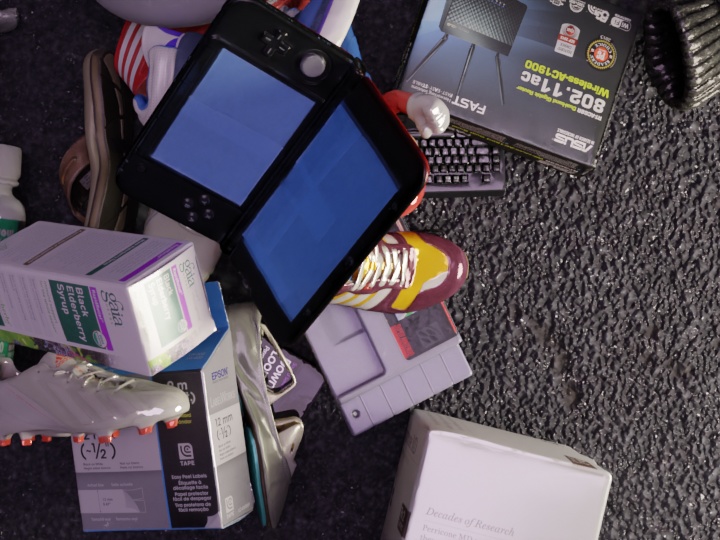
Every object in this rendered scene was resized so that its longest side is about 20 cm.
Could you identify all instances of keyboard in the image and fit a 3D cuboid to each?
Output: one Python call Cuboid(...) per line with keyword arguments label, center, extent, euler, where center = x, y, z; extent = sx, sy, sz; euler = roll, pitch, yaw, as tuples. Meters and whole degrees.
Cuboid(label="keyboard", center=(0.037, -0.081, 1.162), extent=(0.198, 0.021, 0.129), euler=(-2, 90, -3))

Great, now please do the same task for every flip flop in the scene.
Cuboid(label="flip flop", center=(-0.242, -0.098, 1.121), extent=(0.057, 0.081, 0.202), euler=(-2, 89, 14))

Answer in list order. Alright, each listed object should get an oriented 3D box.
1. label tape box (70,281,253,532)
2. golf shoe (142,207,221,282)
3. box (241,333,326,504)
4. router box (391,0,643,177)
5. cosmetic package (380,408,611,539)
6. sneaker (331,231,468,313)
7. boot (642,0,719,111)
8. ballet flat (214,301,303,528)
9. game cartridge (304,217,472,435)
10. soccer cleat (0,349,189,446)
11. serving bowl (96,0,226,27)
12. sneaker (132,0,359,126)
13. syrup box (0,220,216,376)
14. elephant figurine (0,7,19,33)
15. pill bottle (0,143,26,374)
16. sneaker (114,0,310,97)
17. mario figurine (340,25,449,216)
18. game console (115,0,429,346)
Cuboid(label="label tape box", center=(-0.178, 0.118, 1.069), extent=(0.142, 0.066, 0.202), euler=(-6, 95, 23))
Cuboid(label="golf shoe", center=(-0.139, -0.071, 1.102), extent=(0.078, 0.097, 0.202), euler=(23, 82, -7))
Cuboid(label="box", center=(-0.147, 0.106, 1.145), extent=(0.199, 0.036, 0.144), euler=(30, 89, -4))
Cuboid(label="router box", center=(0.140, -0.191, 1.138), extent=(0.198, 0.062, 0.151), euler=(19, 84, -4))
Cuboid(label="cosmetic package", center=(0.106, 0.244, 1.097), extent=(0.163, 0.165, 0.202), euler=(13, 89, -3))
Cuboid(label="sneaker", center=(0.000, 0.000, 1.068), extent=(0.198, 0.090, 0.076), euler=(-2, 87, -7))
Cuboid(label="boot", center=(0.321, -0.265, 1.132), extent=(0.157, 0.079, 0.213), euler=(-19, 92, -14))
Cuboid(label="ballet flat", center=(-0.082, 0.125, 1.100), extent=(0.063, 0.067, 0.202), euler=(-15, 91, -11))
Cuboid(label="game cartridge", center=(0.006, 0.031, 1.129), extent=(0.129, 0.038, 0.201), euler=(-26, 90, -3))
Cuboid(label="soccer cleat", center=(-0.230, 0.101, 1.022), extent=(0.198, 0.069, 0.078), euler=(-6, 88, 27))
Cuboid(label="serving bowl", center=(-0.147, -0.270, 1.087), extent=(0.198, 0.201, 0.066), euler=(-13, 132, -3))
Cuboid(label="sneaker", center=(-0.103, -0.177, 1.004), extent=(0.146, 0.081, 0.201), euler=(31, 111, -5))
Cuboid(label="syrup box", center=(-0.219, 0.019, 1.014), extent=(0.081, 0.199, 0.079), euler=(-36, 124, -42))
Cuboid(label="elephant figurine", center=(-0.392, -0.179, 1.045), extent=(0.140, 0.200, 0.157), euler=(14, 90, -3))
Cuboid(label="pill bottle", center=(-0.354, -0.012, 1.092), extent=(0.112, 0.113, 0.202), euler=(5, 91, -3))
Cuboid(label="sneaker", center=(-0.138, -0.227, 1.122), extent=(0.115, 0.079, 0.200), euler=(42, 65, 18))
Cuboid(label="mario figurine", center=(-0.006, -0.138, 1.064), extent=(0.106, 0.123, 0.201), euler=(-25, 85, -46))
Cuboid(label="game console", center=(-0.074, -0.073, 0.942), extent=(0.171, 0.119, 0.200), euler=(28, 119, -23))
